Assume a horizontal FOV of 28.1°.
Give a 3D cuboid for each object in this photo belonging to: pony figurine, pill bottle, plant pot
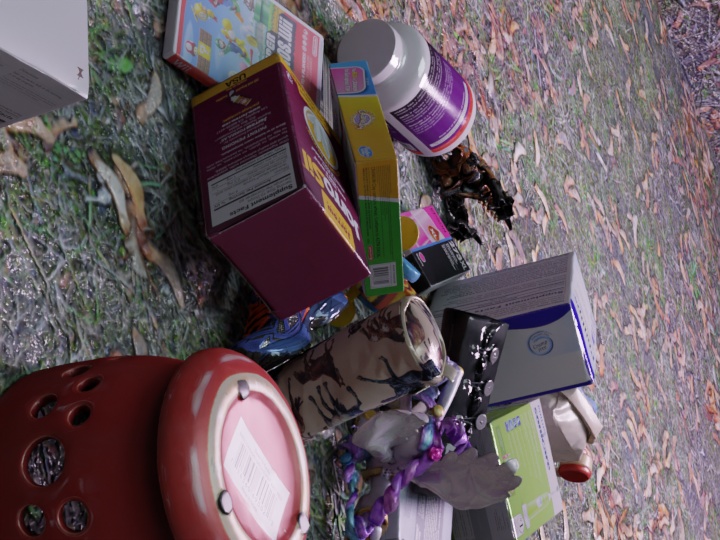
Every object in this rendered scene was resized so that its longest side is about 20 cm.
[{"bbox_3d":[0.051,0.177,1.441,0.166,0.193,0.201,34,40,-18],"label":"pony figurine"},{"bbox_3d":[0.052,-0.220,1.706,0.200,0.111,0.114,34,48,-57],"label":"pill bottle"},{"bbox_3d":[-0.144,0.153,1.029,0.200,0.181,0.202,45,37,-50],"label":"plant pot"}]

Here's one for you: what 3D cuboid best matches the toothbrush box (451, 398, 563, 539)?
[{"bbox_3d":[0.169,0.248,1.759,0.200,0.085,0.147,-11,87,-65],"label":"toothbrush box"}]

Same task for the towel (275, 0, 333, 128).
[{"bbox_3d":[-0.072,-0.177,1.528,0.193,0.034,0.202,45,38,-54],"label":"towel"}]

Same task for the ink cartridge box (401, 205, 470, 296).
[{"bbox_3d":[0.080,-0.026,1.727,0.095,0.037,0.200,59,20,5],"label":"ink cartridge box"}]

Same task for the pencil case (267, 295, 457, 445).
[{"bbox_3d":[-0.014,0.104,1.321,0.090,0.199,0.078,60,21,-5],"label":"pencil case"}]

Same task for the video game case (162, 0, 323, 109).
[{"bbox_3d":[-0.111,-0.221,1.419,0.199,0.017,0.144,31,50,-40],"label":"video game case"}]

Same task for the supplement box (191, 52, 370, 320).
[{"bbox_3d":[-0.076,-0.080,1.318,0.131,0.102,0.201,53,17,-43],"label":"supplement box"}]

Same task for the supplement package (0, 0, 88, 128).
[{"bbox_3d":[-0.288,-0.207,0.977,0.200,0.110,0.158,29,53,-59],"label":"supplement package"}]

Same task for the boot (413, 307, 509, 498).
[{"bbox_3d":[0.127,0.151,1.592,0.164,0.065,0.202,18,79,-61],"label":"boot"}]

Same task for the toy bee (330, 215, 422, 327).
[{"bbox_3d":[0.000,0.000,1.524,0.108,0.200,0.132,37,76,-15],"label":"toy bee"}]

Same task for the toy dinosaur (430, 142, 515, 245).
[{"bbox_3d":[0.150,-0.116,1.898,0.199,0.102,0.137,16,44,-39],"label":"toy dinosaur"}]

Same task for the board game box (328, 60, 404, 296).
[{"bbox_3d":[0.005,-0.095,1.428,0.201,0.040,0.154,-104,-172,-54],"label":"board game box"}]

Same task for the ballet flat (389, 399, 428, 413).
[{"bbox_3d":[0.050,0.117,1.584,0.065,0.070,0.201,-51,148,-25],"label":"ballet flat"}]

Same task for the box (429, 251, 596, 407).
[{"bbox_3d":[0.181,0.073,1.719,0.200,0.182,0.106,-60,134,-69],"label":"box"}]

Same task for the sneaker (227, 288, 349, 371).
[{"bbox_3d":[-0.082,0.042,1.361,0.079,0.075,0.200,56,25,-6],"label":"sneaker"}]

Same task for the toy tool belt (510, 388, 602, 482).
[{"bbox_3d":[0.278,0.194,1.976,0.200,0.124,0.124,50,44,-46],"label":"toy tool belt"}]

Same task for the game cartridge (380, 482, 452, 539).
[{"bbox_3d":[0.058,0.269,1.573,0.133,0.041,0.202,48,37,-40],"label":"game cartridge"}]
